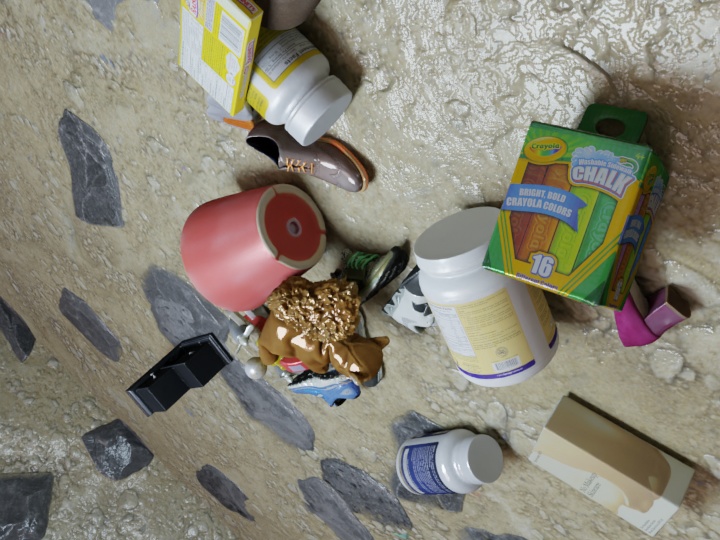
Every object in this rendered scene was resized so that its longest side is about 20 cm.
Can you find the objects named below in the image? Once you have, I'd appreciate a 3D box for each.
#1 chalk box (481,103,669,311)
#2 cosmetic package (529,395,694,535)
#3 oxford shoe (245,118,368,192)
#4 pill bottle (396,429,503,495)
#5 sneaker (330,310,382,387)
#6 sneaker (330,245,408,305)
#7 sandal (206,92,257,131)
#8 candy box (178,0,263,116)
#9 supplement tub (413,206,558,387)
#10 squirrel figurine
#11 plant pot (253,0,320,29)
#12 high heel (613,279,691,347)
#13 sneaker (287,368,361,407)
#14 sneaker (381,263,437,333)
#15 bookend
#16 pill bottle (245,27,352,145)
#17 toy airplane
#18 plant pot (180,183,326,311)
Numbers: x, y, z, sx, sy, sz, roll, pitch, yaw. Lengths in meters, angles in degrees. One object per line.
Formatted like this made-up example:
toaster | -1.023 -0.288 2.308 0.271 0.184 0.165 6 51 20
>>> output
chalk box | 0.228 -0.073 0.694 0.125 0.124 0.200 19 95 31
cosmetic package | 0.357 0.281 0.987 0.200 0.071 0.105 28 142 23
oxford shoe | -0.080 -0.160 1.000 0.200 0.073 0.071 30 142 20
pill bottle | 0.162 0.347 1.234 0.111 0.111 0.200 50 145 -7
sneaker | -0.033 0.161 1.240 0.075 0.115 0.200 9 131 40
sneaker | 0.000 0.000 1.089 0.089 0.077 0.200 53 143 4
sandal | -0.182 -0.252 1.001 0.079 0.059 0.207 18 178 -12
candy box | -0.169 -0.270 0.802 0.102 0.026 0.200 47 157 2
supplement tub | 0.162 0.034 0.886 0.145 0.145 0.200 0 125 46
squirrel figurine | -0.052 0.098 1.065 0.186 0.142 0.200 30 148 20
plant pot | -0.089 -0.362 0.735 0.187 0.187 0.200 41 158 6
high heel | 0.283 0.016 0.806 0.200 0.067 0.096 43 135 -2
sneaker | -0.075 0.244 1.402 0.200 0.079 0.089 -12 114 50
sneaker | 0.102 0.036 1.019 0.088 0.074 0.200 40 155 7
bookend | -0.454 0.264 1.705 0.199 0.200 0.092 -17 113 53
pill bottle | -0.114 -0.266 0.893 0.200 0.114 0.114 45 145 1
toy airplane | -0.193 0.149 1.368 0.200 0.141 0.199 34 164 -6
plant pot | -0.164 -0.047 1.119 0.177 0.200 0.201 -20 111 42
